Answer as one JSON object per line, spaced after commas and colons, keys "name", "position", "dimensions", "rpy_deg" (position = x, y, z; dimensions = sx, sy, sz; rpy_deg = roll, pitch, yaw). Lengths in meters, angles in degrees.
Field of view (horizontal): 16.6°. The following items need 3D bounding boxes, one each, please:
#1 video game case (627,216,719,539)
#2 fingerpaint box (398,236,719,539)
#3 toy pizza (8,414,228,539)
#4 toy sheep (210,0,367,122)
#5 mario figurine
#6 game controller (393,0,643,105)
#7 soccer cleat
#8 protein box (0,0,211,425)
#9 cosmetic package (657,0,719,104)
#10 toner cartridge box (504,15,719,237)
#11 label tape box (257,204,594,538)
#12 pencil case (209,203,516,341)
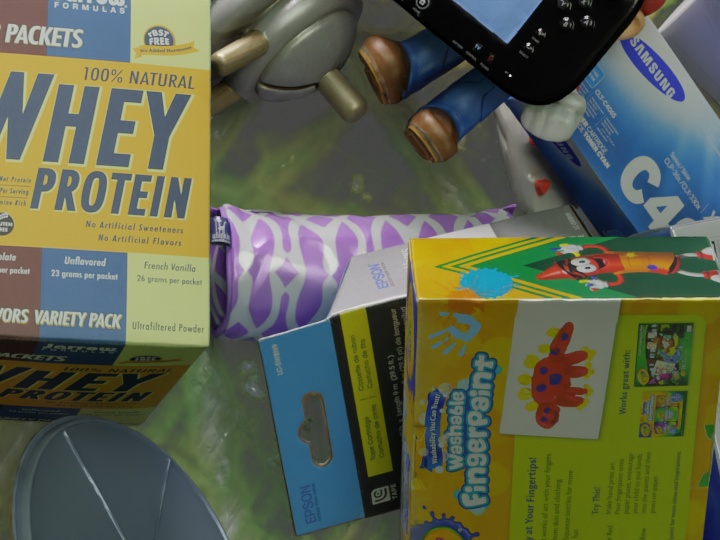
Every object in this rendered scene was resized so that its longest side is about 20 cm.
{"name": "video game case", "position": [0.257, 0.061, 1.482], "dimensions": [0.181, 0.045, 0.200], "rpy_deg": [-10, 89, -36]}
{"name": "fingerpaint box", "position": [0.106, 0.083, 1.349], "dimensions": [0.167, 0.200, 0.073], "rpy_deg": [-1, 30, -2]}
{"name": "toy pizza", "position": [-0.127, 0.174, 1.343], "dimensions": [0.200, 0.032, 0.200], "rpy_deg": [43, 31, -35]}
{"name": "toy sheep", "position": [-0.068, -0.161, 1.453], "dimensions": [0.138, 0.138, 0.200], "rpy_deg": [-35, 81, -21]}
{"name": "mario figurine", "position": [0.099, -0.152, 1.407], "dimensions": [0.200, 0.106, 0.124], "rpy_deg": [-36, 119, -6]}
{"name": "game controller", "position": [0.064, -0.181, 1.374], "dimensions": [0.200, 0.042, 0.104], "rpy_deg": [41, 88, 20]}
{"name": "soccer cleat", "position": [0.104, -0.130, 1.531], "dimensions": [0.069, 0.078, 0.200], "rpy_deg": [-11, 98, -31]}
{"name": "protein box", "position": [-0.166, -0.033, 1.352], "dimensions": [0.135, 0.200, 0.199], "rpy_deg": [3, 74, -14]}
{"name": "cosmetic package", "position": [0.317, -0.144, 1.517], "dimensions": [0.199, 0.200, 0.123], "rpy_deg": [43, 71, 0]}
{"name": "toner cartridge box", "position": [0.182, -0.058, 1.505], "dimensions": [0.095, 0.043, 0.200], "rpy_deg": [-47, 111, -23]}
{"name": "label tape box", "position": [0.042, 0.057, 1.412], "dimensions": [0.200, 0.063, 0.144], "rpy_deg": [-14, 122, -7]}
{"name": "pencil case", "position": [0.000, 0.000, 1.457], "dimensions": [0.200, 0.084, 0.086], "rpy_deg": [3, 51, -16]}
